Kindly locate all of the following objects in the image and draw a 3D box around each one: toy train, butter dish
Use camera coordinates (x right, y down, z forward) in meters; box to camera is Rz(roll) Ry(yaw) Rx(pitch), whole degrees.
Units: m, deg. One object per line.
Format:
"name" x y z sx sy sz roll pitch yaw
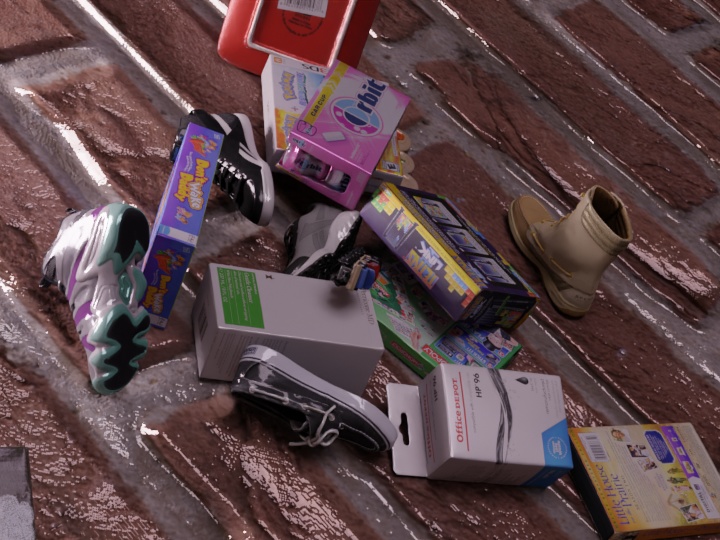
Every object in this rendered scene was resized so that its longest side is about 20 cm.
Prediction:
"toy train" 0.000 0.000 1.654 0.045 0.035 0.200 22 7 4
"butter dish" -0.086 -0.373 2.015 0.198 0.202 0.148 17 18 -11

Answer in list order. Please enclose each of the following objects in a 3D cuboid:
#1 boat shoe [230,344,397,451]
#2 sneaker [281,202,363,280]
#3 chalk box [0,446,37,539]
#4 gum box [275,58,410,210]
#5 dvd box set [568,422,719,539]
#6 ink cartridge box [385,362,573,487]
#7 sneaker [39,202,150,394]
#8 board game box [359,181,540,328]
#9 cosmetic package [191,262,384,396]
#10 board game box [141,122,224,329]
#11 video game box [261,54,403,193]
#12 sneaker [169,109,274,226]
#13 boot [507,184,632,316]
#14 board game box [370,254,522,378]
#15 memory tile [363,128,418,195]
"boat shoe" -0.051 0.157 1.537 0.198 0.073 0.069 34 58 -21
"sneaker" -0.065 -0.020 1.726 0.078 0.075 0.200 23 34 9
"chalk box" -0.392 0.236 1.234 0.197 0.124 0.125 3 47 -25
"gum box" -0.022 -0.172 1.808 0.112 0.066 0.201 27 40 -1
"dvd box set" 0.345 0.251 1.694 0.198 0.030 0.147 0 48 -30
"ink cartridge box" 0.134 0.175 1.609 0.197 0.068 0.117 7 60 -23
"sneaker" -0.297 0.029 1.532 0.138 0.203 0.077 1 -7 33
"board game box" 0.113 -0.017 1.775 0.200 0.057 0.164 49 22 28
"cosmetic package" -0.084 0.068 1.606 0.197 0.085 0.108 7 41 -22
"board game box" -0.210 -0.053 1.622 0.044 0.135 0.201 18 42 -10
"video game box" -0.040 -0.196 1.910 0.180 0.047 0.202 9 44 -17
"sneaker" -0.180 -0.125 1.770 0.110 0.074 0.201 2 39 -23
"boot" 0.277 -0.063 1.884 0.072 0.156 0.201 0 47 -28
"board game box" 0.087 0.069 1.742 0.199 0.029 0.134 40 43 13
"memory tile" -0.017 -0.165 1.936 0.197 0.017 0.154 14 43 -16
